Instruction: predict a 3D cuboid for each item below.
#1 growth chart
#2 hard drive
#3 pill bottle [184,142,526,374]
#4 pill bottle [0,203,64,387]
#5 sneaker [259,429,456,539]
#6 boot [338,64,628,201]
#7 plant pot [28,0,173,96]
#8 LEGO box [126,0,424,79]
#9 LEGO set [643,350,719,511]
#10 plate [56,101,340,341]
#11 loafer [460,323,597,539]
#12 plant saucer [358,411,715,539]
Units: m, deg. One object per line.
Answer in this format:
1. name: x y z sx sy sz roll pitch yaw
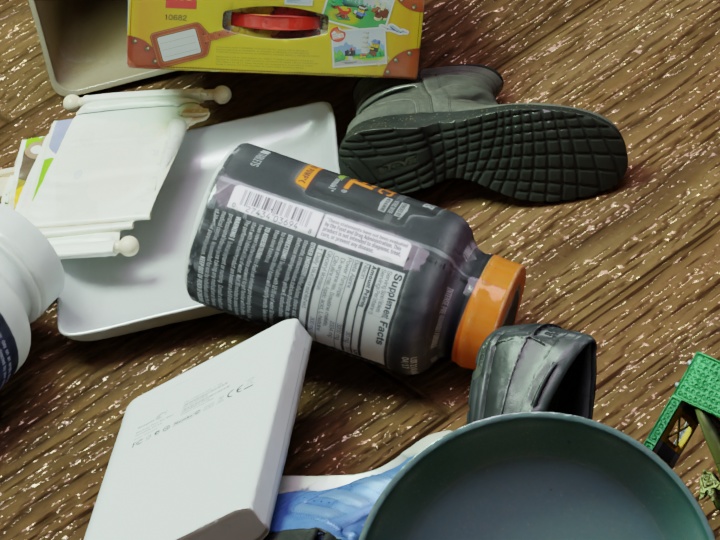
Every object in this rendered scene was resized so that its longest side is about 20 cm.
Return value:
1. growth chart: -0.185 -0.067 1.991 0.144 0.018 0.200 1 39 21
2. hard drive: -0.098 0.115 1.723 0.132 0.026 0.200 -28 24 21
3. pill bottle: 0.000 0.000 1.813 0.199 0.107 0.106 19 46 10
4. pill bottle: -0.278 0.049 1.844 0.111 0.111 0.200 17 50 33
5. sneaker: 0.009 0.157 1.653 0.199 0.077 0.111 -9 32 13
6. boot: 0.084 -0.106 1.976 0.199 0.068 0.131 1 29 10
7. plant pot: -0.155 -0.271 2.163 0.199 0.201 0.177 -14 26 0
8. LEGO box: -0.062 -0.196 2.026 0.199 0.078 0.149 2 25 -6
9. LEGO set: 0.235 0.142 1.611 0.199 0.116 0.154 15 76 37
10. plate: -0.105 -0.027 1.957 0.198 0.032 0.200 -12 38 2
11. loafer: 0.092 0.128 1.598 0.070 0.068 0.202 0 80 41
12. plant saucer: 0.093 0.174 1.554 0.199 0.201 0.036 -11 0 4
